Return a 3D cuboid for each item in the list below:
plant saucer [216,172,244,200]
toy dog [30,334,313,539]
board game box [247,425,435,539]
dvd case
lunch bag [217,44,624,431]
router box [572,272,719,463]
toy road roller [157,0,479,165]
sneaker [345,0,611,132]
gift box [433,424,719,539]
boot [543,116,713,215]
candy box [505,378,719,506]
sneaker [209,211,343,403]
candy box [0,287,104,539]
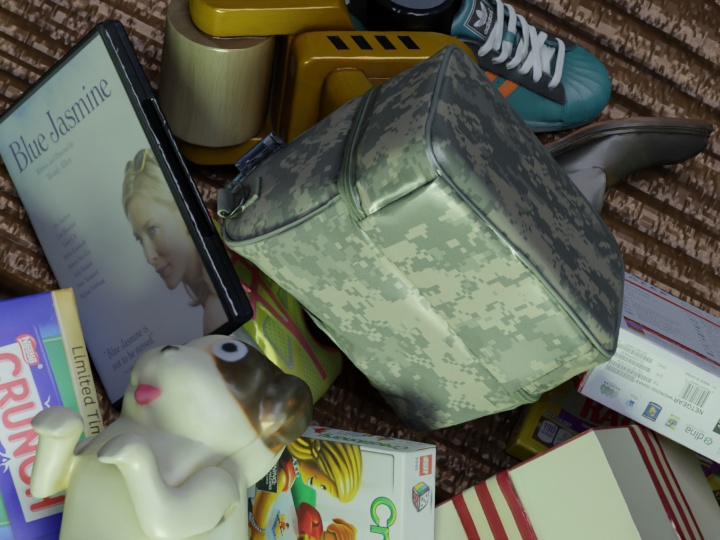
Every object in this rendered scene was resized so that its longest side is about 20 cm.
[{"bbox_3d":[0.000,0.000,1.734,0.200,0.019,0.070,42,67,1],"label":"plant saucer"},{"bbox_3d":[-0.101,0.134,1.519,0.194,0.139,0.200,24,80,-34],"label":"toy dog"},{"bbox_3d":[-0.015,0.195,1.575,0.035,0.126,0.201,-5,98,-50],"label":"board game box"},{"bbox_3d":[-0.148,-0.032,1.629,0.018,0.143,0.200,-16,76,-42],"label":"dvd case"},{"bbox_3d":[0.034,-0.009,1.565,0.200,0.168,0.139,47,27,-24],"label":"lunch bag"},{"bbox_3d":[0.224,0.074,1.665,0.200,0.180,0.049,27,102,-6],"label":"router box"},{"bbox_3d":[-0.020,-0.104,1.665,0.199,0.123,0.146,-1,41,-12],"label":"toy road roller"},{"bbox_3d":[0.078,-0.148,1.767,0.200,0.080,0.072,15,65,-11],"label":"sneaker"},{"bbox_3d":[0.150,0.204,1.605,0.200,0.184,0.187,1,63,-59],"label":"gift box"},{"bbox_3d":[0.143,-0.045,1.768,0.199,0.075,0.097,-10,86,-9],"label":"boot"},{"bbox_3d":[0.202,0.119,1.749,0.200,0.026,0.102,28,63,-6],"label":"candy box"},{"bbox_3d":[-0.083,0.008,1.683,0.090,0.078,0.200,-31,89,-30],"label":"sneaker"},{"bbox_3d":[-0.252,0.115,1.592,0.200,0.077,0.170,-11,77,-20],"label":"candy box"}]
